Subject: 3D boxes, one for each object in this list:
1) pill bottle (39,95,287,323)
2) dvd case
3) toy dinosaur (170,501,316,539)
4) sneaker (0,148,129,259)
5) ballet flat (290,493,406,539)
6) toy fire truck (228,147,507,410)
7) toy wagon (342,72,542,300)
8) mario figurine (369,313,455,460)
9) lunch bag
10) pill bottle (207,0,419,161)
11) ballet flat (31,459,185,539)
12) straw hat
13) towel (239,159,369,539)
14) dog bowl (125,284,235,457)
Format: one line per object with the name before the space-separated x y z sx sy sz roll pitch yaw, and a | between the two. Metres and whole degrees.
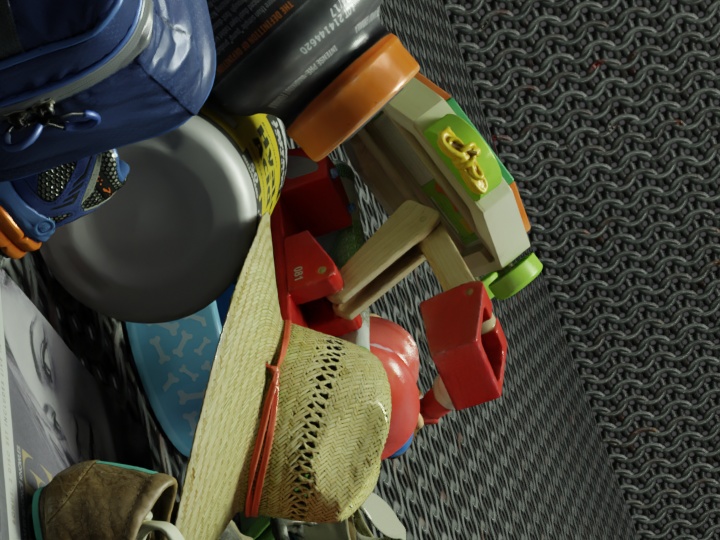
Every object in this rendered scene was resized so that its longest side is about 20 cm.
pill bottle | -0.097 -0.052 1.167 0.200 0.111 0.112 -74 145 -73
dvd case | -0.129 0.098 1.010 0.200 0.016 0.149 58 19 -55
toy dinosaur | -0.059 0.157 1.220 0.088 0.047 0.200 -88 156 -44
sneaker | -0.149 -0.101 1.056 0.075 0.078 0.201 54 21 -63
ballet flat | 0.005 0.189 1.443 0.200 0.069 0.070 63 14 -45
toy fire truck | 0.000 0.000 1.234 0.200 0.141 0.049 -97 166 -45
toy wagon | 0.044 -0.053 1.261 0.155 0.040 0.200 52 -15 -3
mario figurine | 0.006 0.065 1.402 0.106 0.123 0.200 57 -7 8
lunch bag | -0.151 -0.138 0.947 0.132 0.135 0.201 46 29 -66
pill bottle | -0.061 -0.149 1.092 0.200 0.106 0.106 49 13 -4
ballet flat | -0.082 0.175 0.922 0.068 0.072 0.201 10 69 -75
straw hat | -0.028 0.074 1.078 0.201 0.085 0.202 14 90 -89
towel | -0.039 0.047 1.319 0.031 0.149 0.200 18 39 -19
dog bowl | -0.087 0.018 1.275 0.200 0.049 0.112 -91 161 -59
